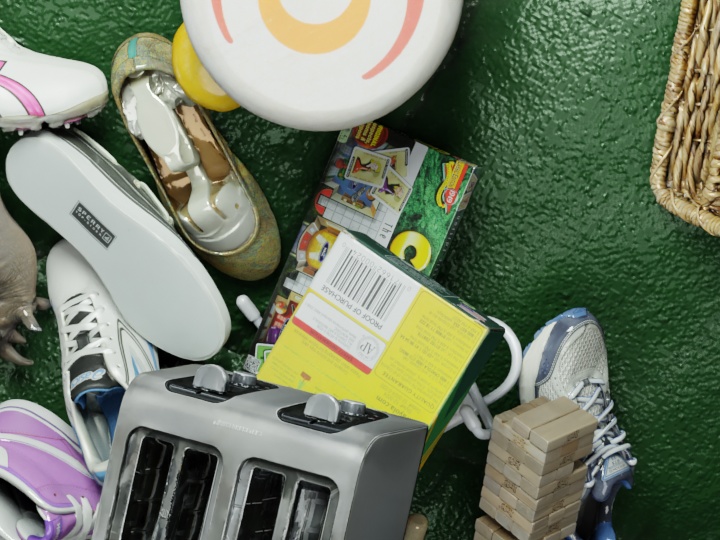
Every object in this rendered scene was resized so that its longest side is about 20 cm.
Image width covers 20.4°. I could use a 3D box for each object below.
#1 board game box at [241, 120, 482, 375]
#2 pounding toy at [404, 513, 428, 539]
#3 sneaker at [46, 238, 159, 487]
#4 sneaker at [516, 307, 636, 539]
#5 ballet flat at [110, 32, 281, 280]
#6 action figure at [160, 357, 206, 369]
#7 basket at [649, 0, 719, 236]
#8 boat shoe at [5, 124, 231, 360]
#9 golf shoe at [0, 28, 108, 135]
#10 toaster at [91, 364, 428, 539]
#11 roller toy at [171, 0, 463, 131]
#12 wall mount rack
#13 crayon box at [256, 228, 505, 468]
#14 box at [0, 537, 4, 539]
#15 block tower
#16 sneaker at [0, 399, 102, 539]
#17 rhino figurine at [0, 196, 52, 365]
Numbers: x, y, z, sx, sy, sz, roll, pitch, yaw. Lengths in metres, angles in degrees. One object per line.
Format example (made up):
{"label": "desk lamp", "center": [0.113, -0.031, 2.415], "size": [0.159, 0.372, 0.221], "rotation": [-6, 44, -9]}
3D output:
{"label": "board game box", "center": [0.000, 0.000, 1.407], "size": [0.104, 0.023, 0.201], "rotation": [24, 96, 17]}
{"label": "pounding toy", "center": [-0.007, 0.264, 1.481], "size": [0.199, 0.142, 0.185], "rotation": [-27, 109, 7]}
{"label": "sneaker", "center": [-0.179, 0.060, 1.390], "size": [0.072, 0.072, 0.201], "rotation": [-25, 66, 12]}
{"label": "sneaker", "center": [0.167, 0.124, 1.460], "size": [0.077, 0.085, 0.201], "rotation": [-17, 119, -30]}
{"label": "ballet flat", "center": [-0.117, -0.069, 1.397], "size": [0.070, 0.071, 0.201], "rotation": [-24, 109, 6]}
{"label": "action figure", "center": [-0.185, 0.137, 1.468], "size": [0.200, 0.069, 0.130], "rotation": [-35, 113, 13]}
{"label": "basket", "center": [0.291, -0.113, 1.359], "size": [0.148, 0.143, 0.201], "rotation": [8, 109, -6]}
{"label": "boat shoe", "center": [-0.156, -0.026, 1.389], "size": [0.200, 0.064, 0.071], "rotation": [48, 120, 0]}
{"label": "golf shoe", "center": [-0.269, -0.143, 1.359], "size": [0.199, 0.073, 0.093], "rotation": [5, 108, -4]}
{"label": "toaster", "center": [-0.071, 0.168, 1.293], "size": [0.180, 0.119, 0.201], "rotation": [14, 91, 23]}
{"label": "roller toy", "center": [-0.023, -0.186, 1.319], "size": [0.181, 0.140, 0.201], "rotation": [16, 101, 0]}
{"label": "wall mount rack", "center": [0.008, 0.069, 1.447], "size": [0.199, 0.075, 0.175], "rotation": [-30, 76, 15]}
{"label": "crayon box", "center": [-0.007, 0.090, 1.367], "size": [0.127, 0.051, 0.201], "rotation": [34, 98, 17]}
{"label": "box", "center": [-0.307, 0.163, 1.457], "size": [0.119, 0.042, 0.200], "rotation": [-21, 112, 41]}
{"label": "block tower", "center": [0.119, 0.184, 1.442], "size": [0.058, 0.054, 0.201], "rotation": [-18, 129, -38]}
{"label": "sneaker", "center": [-0.186, 0.178, 1.391], "size": [0.200, 0.114, 0.073], "rotation": [28, 110, -8]}
{"label": "rhino figurine", "center": [-0.276, -0.015, 1.413], "size": [0.087, 0.060, 0.201], "rotation": [-20, 113, 9]}
